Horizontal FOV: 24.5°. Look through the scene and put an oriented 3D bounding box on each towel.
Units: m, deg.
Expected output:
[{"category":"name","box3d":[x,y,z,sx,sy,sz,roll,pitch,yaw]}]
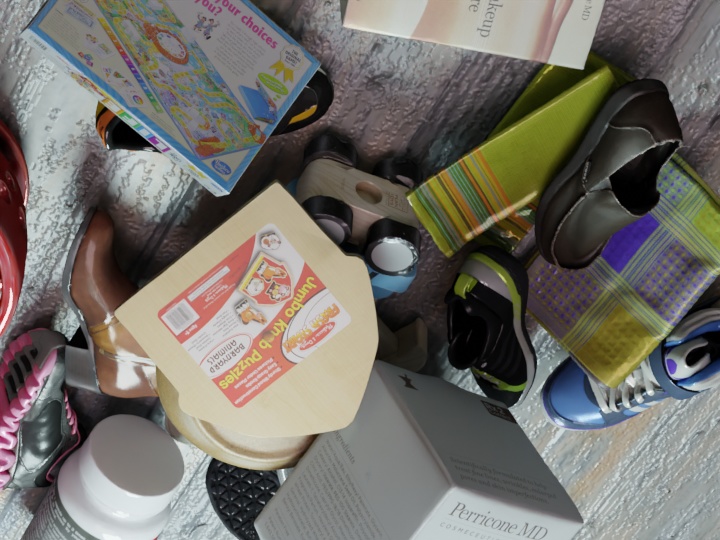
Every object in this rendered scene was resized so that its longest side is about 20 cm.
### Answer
[{"category":"towel","box3d":[0.137,-0.089,1.387,0.199,0.018,0.086,-32,136,8]},{"category":"towel","box3d":[0.151,-0.102,1.431,0.086,0.018,0.200,27,119,-20]},{"category":"towel","box3d":[0.230,-0.007,1.452,0.200,0.144,0.023,-50,158,24]}]

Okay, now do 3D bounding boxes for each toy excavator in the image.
[{"category":"toy excavator","box3d":[0.000,0.000,1.470,0.193,0.100,0.200,19,136,-17]}]

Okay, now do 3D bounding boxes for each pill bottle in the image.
[{"category":"pill bottle","box3d":[-0.249,0.238,1.585,0.113,0.114,0.201,21,127,-17]}]

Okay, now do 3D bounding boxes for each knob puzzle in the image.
[{"category":"knob puzzle","box3d":[-0.073,0.051,1.378,0.217,0.030,0.222,-1,106,-3]}]

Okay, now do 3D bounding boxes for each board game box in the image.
[{"category":"board game box","box3d":[-0.146,-0.173,1.299,0.200,0.034,0.135,40,75,-16]}]

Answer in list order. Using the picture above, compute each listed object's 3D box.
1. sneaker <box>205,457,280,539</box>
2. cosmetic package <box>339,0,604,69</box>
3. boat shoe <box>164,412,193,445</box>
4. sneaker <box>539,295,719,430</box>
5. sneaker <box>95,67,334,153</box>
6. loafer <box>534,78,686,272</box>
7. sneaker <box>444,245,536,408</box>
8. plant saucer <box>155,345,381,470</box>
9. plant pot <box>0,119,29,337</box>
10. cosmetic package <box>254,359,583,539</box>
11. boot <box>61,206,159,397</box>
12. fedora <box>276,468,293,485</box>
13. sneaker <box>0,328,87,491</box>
[{"category":"sneaker","box3d":[-0.079,0.257,1.644,0.072,0.083,0.200,-45,94,-7]},{"category":"cosmetic package","box3d":[0.089,-0.234,1.302,0.198,0.088,0.104,7,123,-8]},{"category":"boat shoe","box3d":[-0.125,0.080,1.532,0.066,0.057,0.201,26,125,-1]},{"category":"sneaker","box3d":[0.257,0.086,1.494,0.198,0.146,0.081,-19,82,2]},{"category":"sneaker","box3d":[-0.120,-0.124,1.364,0.198,0.090,0.070,-3,125,-1]},{"category":"loafer","box3d":[0.205,-0.064,1.375,0.072,0.072,0.201,-6,139,-27]},{"category":"sneaker","box3d":[0.103,0.062,1.481,0.071,0.083,0.201,27,146,32]},{"category":"plant saucer","box3d":[-0.079,0.097,1.438,0.198,0.036,0.202,-1,117,-2]},{"category":"plant pot","box3d":[-0.366,-0.044,1.350,0.198,0.183,0.202,-1,126,-2]},{"category":"cosmetic package","box3d":[0.047,0.217,1.428,0.164,0.165,0.201,20,115,-38]},{"category":"boot","box3d":[-0.157,0.042,1.445,0.198,0.069,0.190,9,115,6]},{"category":"fedora","box3d":[-0.014,0.184,1.566,0.175,0.091,0.201,-12,131,18]},{"category":"sneaker","box3d":[-0.296,0.134,1.556,0.095,0.079,0.201,8,129,-28]}]
